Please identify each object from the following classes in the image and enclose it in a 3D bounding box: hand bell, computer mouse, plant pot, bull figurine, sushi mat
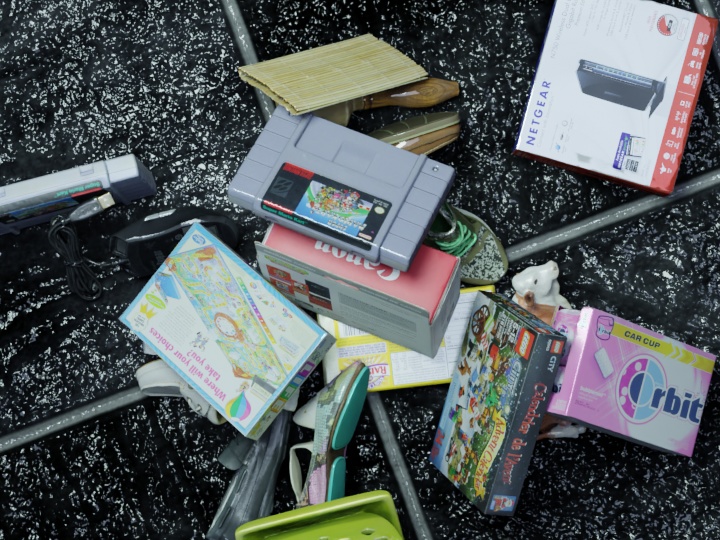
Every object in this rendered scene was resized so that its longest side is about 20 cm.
[{"bbox_3d":[0.012,-0.188,1.673,0.199,0.104,0.105,-8,88,-11],"label":"hand bell"},{"bbox_3d":[-0.239,-0.049,1.648,0.199,0.141,0.046,-18,49,3],"label":"computer mouse"},{"bbox_3d":[-0.027,0.351,1.573,0.198,0.182,0.201,-14,123,1],"label":"plant pot"},{"bbox_3d":[0.207,0.092,1.657,0.121,0.065,0.201,12,93,-8],"label":"bull figurine"},{"bbox_3d":[-0.026,-0.210,1.623,0.096,0.200,0.012,38,131,31],"label":"sushi mat"}]

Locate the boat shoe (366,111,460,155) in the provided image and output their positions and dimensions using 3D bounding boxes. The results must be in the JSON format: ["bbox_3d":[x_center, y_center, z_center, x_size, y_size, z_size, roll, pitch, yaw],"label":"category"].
[{"bbox_3d":[0.022,-0.116,1.674,0.199,0.072,0.068,-20,103,-1],"label":"boat shoe"}]

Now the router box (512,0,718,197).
[{"bbox_3d":[0.280,-0.201,1.679,0.179,0.049,0.201,15,88,1],"label":"router box"}]

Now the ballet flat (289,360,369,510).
[{"bbox_3d":[-0.042,0.191,1.651,0.071,0.069,0.201,13,99,22],"label":"ballet flat"}]

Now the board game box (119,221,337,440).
[{"bbox_3d":[-0.140,0.061,1.586,0.200,0.034,0.135,40,91,23],"label":"board game box"}]

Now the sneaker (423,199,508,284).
[{"bbox_3d":[0.088,-0.040,1.634,0.200,0.089,0.077,37,98,-25],"label":"sneaker"}]

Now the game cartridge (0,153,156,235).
[{"bbox_3d":[-0.326,-0.077,1.639,0.199,0.130,0.039,-15,88,0],"label":"game cartridge"}]

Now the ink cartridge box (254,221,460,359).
[{"bbox_3d":[0.000,0.000,1.591,0.199,0.176,0.084,21,74,9],"label":"ink cartridge box"}]

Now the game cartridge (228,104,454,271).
[{"bbox_3d":[-0.019,-0.086,1.539,0.199,0.038,0.130,21,54,10],"label":"game cartridge"}]

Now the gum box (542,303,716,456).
[{"bbox_3d":[0.274,0.116,1.606,0.199,0.066,0.114,20,82,-32],"label":"gum box"}]

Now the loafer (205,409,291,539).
[{"bbox_3d":[-0.120,0.206,1.655,0.070,0.068,0.202,13,90,-7],"label":"loafer"}]

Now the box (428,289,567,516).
[{"bbox_3d":[0.141,0.137,1.600,0.038,0.137,0.201,9,103,-26],"label":"box"}]

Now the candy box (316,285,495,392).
[{"bbox_3d":[0.055,0.078,1.681,0.199,0.026,0.103,-6,90,1],"label":"candy box"}]

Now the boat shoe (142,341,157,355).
[{"bbox_3d":[-0.140,0.062,1.659,0.199,0.074,0.066,1,90,0],"label":"boat shoe"}]

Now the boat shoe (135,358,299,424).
[{"bbox_3d":[-0.156,0.129,1.628,0.199,0.071,0.070,-5,74,27],"label":"boat shoe"}]
